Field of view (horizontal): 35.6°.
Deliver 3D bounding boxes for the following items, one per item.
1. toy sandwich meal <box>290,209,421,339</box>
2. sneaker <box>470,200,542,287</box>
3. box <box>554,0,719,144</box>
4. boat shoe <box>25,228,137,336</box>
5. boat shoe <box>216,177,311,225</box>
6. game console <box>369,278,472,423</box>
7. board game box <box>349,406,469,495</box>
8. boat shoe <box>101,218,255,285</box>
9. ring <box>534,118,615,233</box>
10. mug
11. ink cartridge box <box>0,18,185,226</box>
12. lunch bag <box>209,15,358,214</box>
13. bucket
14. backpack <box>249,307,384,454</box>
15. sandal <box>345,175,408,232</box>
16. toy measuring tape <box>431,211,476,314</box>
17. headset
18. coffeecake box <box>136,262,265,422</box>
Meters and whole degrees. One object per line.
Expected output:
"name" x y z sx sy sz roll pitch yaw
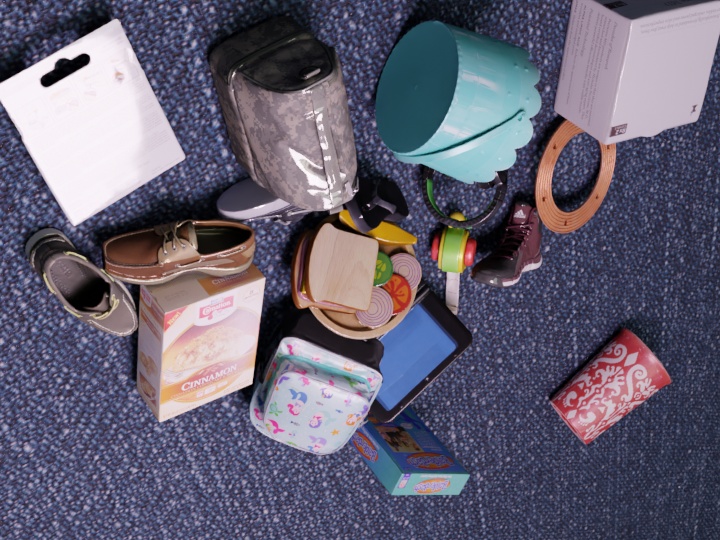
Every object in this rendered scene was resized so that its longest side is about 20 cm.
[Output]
"toy sandwich meal" 0.000 0.000 1.582 0.202 0.070 0.208 2 85 -22
"sneaker" 0.233 -0.049 1.762 0.200 0.075 0.117 -27 127 -59
"box" 0.415 -0.318 1.677 0.197 0.131 0.202 -16 129 -28
"boat shoe" -0.341 0.029 1.407 0.072 0.060 0.202 -41 136 -4
"boat shoe" -0.100 -0.094 1.500 0.199 0.072 0.068 -25 132 -30
"game console" 0.044 0.099 1.711 0.200 0.116 0.176 -43 137 -4
"board game box" 0.060 0.278 1.793 0.151 0.200 0.045 11 114 -40
"boat shoe" -0.226 -0.035 1.416 0.198 0.076 0.074 -6 152 -24
"ring" 0.341 -0.159 1.792 0.199 0.019 0.203 -20 121 -36
"mug" 0.475 0.235 2.131 0.199 0.134 0.178 -40 134 -1
"ink cartridge box" -0.312 -0.174 1.299 0.162 0.057 0.201 -33 127 -13
"lunch bag" -0.079 -0.184 1.374 0.138 0.168 0.202 -27 134 -18
"bucket" 0.122 -0.223 1.481 0.134 0.207 0.209 12 113 -34
"backpack" -0.070 0.176 1.635 0.176 0.152 0.201 22 130 -12
"sandal" 0.026 -0.101 1.540 0.043 0.077 0.200 -27 179 23
"toy measuring tape" 0.142 0.000 1.743 0.073 0.074 0.202 -18 130 -26
"headset" 0.165 -0.159 1.626 0.094 0.122 0.203 6 101 -67
"coffeecake box" -0.217 0.086 1.509 0.152 0.073 0.202 -20 138 -32
